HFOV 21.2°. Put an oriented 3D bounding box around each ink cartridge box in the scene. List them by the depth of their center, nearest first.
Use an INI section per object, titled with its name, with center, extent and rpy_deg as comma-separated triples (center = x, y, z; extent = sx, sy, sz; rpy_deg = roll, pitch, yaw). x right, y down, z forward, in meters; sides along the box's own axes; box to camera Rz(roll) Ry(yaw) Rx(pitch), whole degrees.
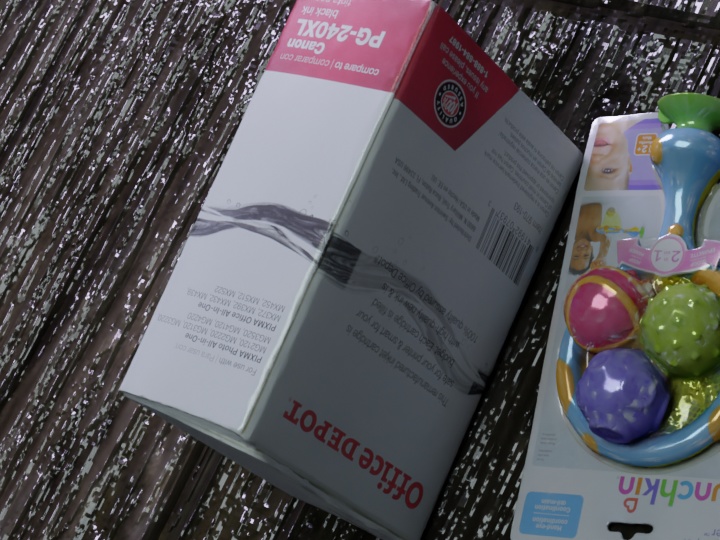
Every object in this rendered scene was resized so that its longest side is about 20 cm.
[ink cartridge box]
center = 0.000, 0.000, 0.841
extent = 0.083, 0.145, 0.202
rpy_deg = 15, 75, 39

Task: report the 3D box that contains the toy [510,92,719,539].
[toy]
center = 0.122, 0.016, 0.811
extent = 0.114, 0.047, 0.202
rpy_deg = -1, 65, 37
